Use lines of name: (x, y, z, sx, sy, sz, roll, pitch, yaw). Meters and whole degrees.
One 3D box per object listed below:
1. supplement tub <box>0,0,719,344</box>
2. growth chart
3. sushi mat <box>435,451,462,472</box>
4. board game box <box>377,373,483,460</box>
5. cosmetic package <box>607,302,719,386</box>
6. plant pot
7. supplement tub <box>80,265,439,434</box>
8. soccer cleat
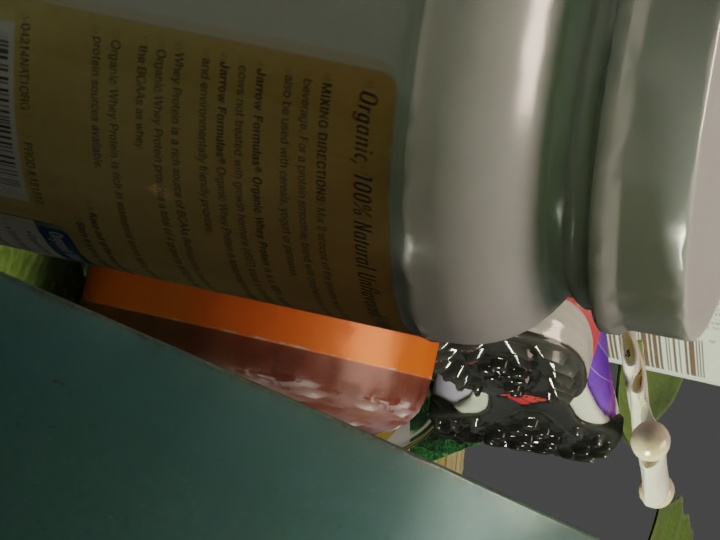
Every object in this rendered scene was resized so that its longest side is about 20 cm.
supplement tub: (-0.014, -0.065, 0.577, 0.145, 0.200, 0.145, 12, 90, -77)
growth chart: (0.093, -0.015, 0.971, 0.145, 0.018, 0.201, 33, 51, -82)
sushi mat: (0.008, 0.091, 1.086, 0.096, 0.012, 0.200, -21, 128, -37)
board game box: (0.000, 0.000, 0.935, 0.105, 0.023, 0.200, -22, 137, -20)
cosmetic package: (0.155, -0.069, 1.334, 0.166, 0.167, 0.200, 68, 35, -66)
plant pot: (-0.063, 0.093, 0.550, 0.161, 0.200, 0.201, -67, 166, -4)
supplement tub: (-0.021, -0.022, 0.792, 0.107, 0.107, 0.200, 19, 84, -76)
soccer cleat: (0.056, 0.016, 0.904, 0.200, 0.068, 0.073, 66, 32, -73)
